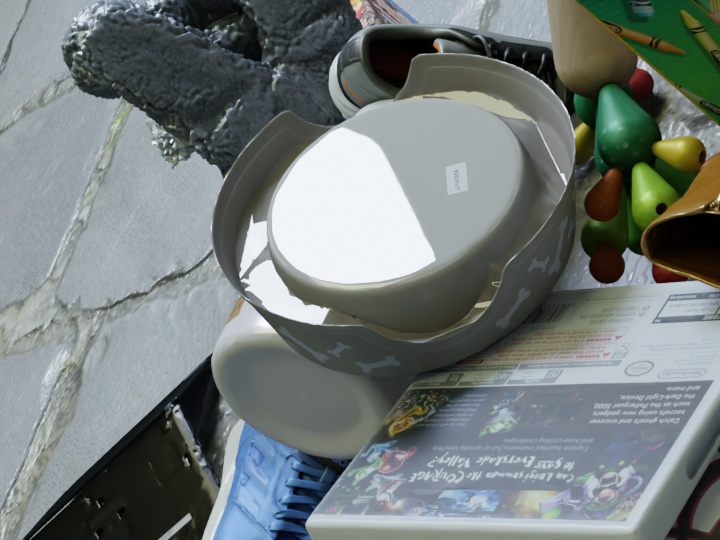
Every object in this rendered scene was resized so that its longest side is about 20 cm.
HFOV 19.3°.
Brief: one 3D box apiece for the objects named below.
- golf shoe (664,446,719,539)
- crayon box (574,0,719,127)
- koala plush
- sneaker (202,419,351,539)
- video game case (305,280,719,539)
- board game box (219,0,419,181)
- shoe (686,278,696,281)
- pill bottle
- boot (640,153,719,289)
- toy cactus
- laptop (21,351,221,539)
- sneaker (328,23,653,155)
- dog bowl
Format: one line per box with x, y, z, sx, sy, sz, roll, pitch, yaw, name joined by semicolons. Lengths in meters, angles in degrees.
0.135;0.138;0.947;0.200;0.088;0.077;-99;26;-46;golf shoe
0.203;-0.144;1.120;0.058;0.200;0.119;-19;45;45;crayon box
-0.088;-0.140;1.417;0.177;0.184;0.200;-49;8;-8;koala plush
-0.036;0.136;1.301;0.111;0.077;0.200;-47;23;32;sneaker
0.093;0.070;1.024;0.199;0.023;0.182;-5;34;42;video game case
-0.011;-0.097;1.484;0.159;0.097;0.200;-46;31;14;board game box
0.168;0.030;1.116;0.200;0.070;0.054;-42;55;26;shoe
0.000;0.000;1.239;0.114;0.114;0.200;-20;35;45;pill bottle
0.244;-0.031;0.996;0.201;0.071;0.144;-2;24;38;boot
0.147;-0.084;1.156;0.102;0.166;0.200;-15;19;14;toy cactus
-0.146;0.174;1.492;0.177;0.103;0.200;-43;57;20;laptop
0.081;-0.111;1.294;0.079;0.199;0.074;106;169;-77;sneaker
0.024;-0.028;1.128;0.199;0.059;0.201;-12;45;12;dog bowl
